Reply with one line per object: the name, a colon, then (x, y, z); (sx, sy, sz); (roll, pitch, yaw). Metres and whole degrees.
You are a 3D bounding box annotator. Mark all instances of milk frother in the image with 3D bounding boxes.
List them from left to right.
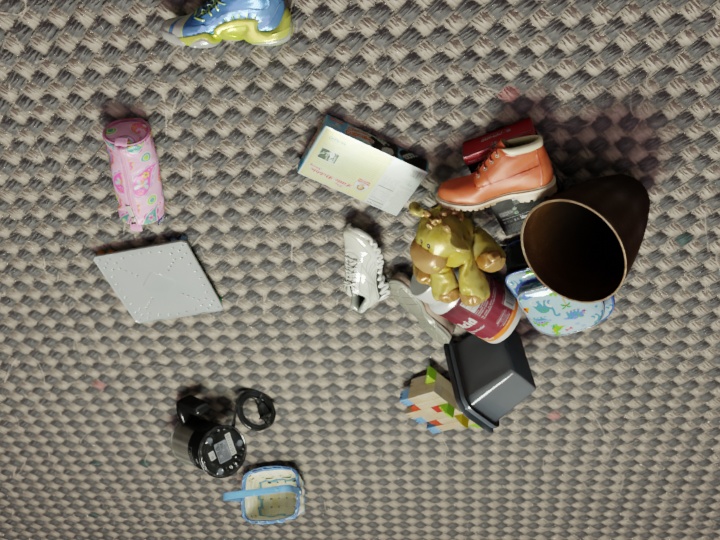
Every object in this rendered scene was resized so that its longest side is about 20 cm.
milk frother: (-0.318, 0.368, 2.051); (0.199, 0.182, 0.188); (-4, -178, -32)

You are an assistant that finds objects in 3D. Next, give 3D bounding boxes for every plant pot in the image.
plant pot: (0.397, -0.078, 1.472); (0.186, 0.200, 0.188); (26, 135, 29)

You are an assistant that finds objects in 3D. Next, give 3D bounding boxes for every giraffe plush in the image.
giraffe plush: (0.149, -0.044, 1.513); (0.171, 0.202, 0.162); (9, -179, 27)

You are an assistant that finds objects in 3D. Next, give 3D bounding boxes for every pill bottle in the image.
pill bottle: (0.201, 0.049, 1.688); (0.199, 0.115, 0.114); (29, 131, -22)

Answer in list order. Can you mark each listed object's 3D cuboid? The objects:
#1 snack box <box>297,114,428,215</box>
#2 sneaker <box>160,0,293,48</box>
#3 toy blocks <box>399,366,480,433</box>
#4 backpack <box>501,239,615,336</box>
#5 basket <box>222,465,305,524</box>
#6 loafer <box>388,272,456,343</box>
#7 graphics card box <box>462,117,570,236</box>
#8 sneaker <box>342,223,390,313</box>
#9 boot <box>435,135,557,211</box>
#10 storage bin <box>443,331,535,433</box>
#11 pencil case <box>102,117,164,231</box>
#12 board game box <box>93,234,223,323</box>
snack box: (0.004, -0.179, 1.527); (0.199, 0.037, 0.116); (22, 132, -17)
sneaker: (-0.200, -0.391, 1.314); (0.198, 0.076, 0.106); (-2, 124, -3)
toy blocks: (0.162, 0.298, 1.972); (0.136, 0.101, 0.200); (-22, 131, 39)
backpack: (0.375, 0.034, 1.637); (0.182, 0.148, 0.200); (-19, 134, 25)
basket: (-0.231, 0.560, 2.208); (0.175, 0.140, 0.200); (-8, 165, 12)
loafer: (0.126, 0.063, 1.758); (0.072, 0.063, 0.200); (7, 145, 49)
graphics card box: (0.270, -0.157, 1.519); (0.125, 0.051, 0.200); (-20, 129, 22)
sneaker: (0.000, 0.000, 1.665); (0.075, 0.081, 0.201); (30, 149, 39)
boot: (0.212, -0.162, 1.443); (0.198, 0.075, 0.108); (-11, 122, 14)
storage bin: (0.274, 0.208, 1.797); (0.134, 0.201, 0.145); (-38, 123, 24)
pencil case: (-0.392, -0.166, 1.539); (0.087, 0.088, 0.201); (4, 135, 0)
board game box: (-0.399, 0.020, 1.769); (0.198, 0.026, 0.201); (-9, 134, 13)
